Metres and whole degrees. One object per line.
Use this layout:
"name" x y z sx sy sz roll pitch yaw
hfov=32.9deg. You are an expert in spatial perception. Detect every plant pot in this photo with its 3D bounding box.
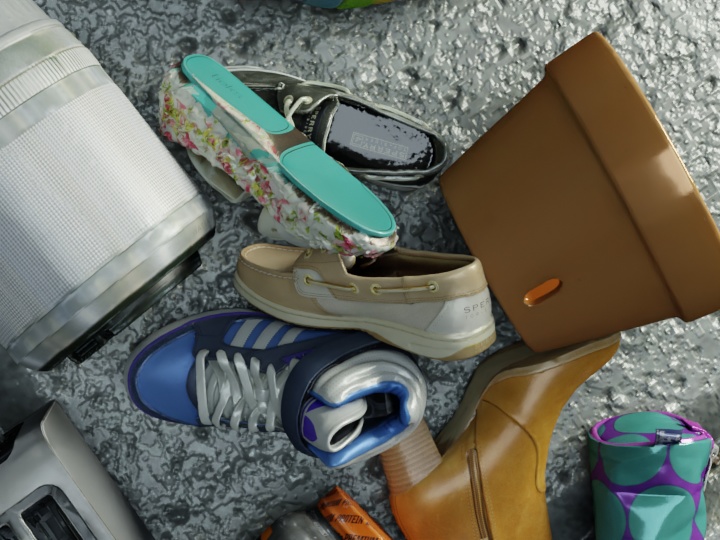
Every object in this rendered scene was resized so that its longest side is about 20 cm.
"plant pot" 0.145 -0.036 0.817 0.139 0.200 0.201 -30 95 10

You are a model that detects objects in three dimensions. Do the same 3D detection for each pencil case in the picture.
"pencil case" 0.215 0.206 0.872 0.092 0.085 0.202 -4 92 10

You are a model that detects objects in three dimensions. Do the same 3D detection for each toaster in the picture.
"toaster" -0.226 0.215 0.794 0.180 0.119 0.201 -34 94 -5

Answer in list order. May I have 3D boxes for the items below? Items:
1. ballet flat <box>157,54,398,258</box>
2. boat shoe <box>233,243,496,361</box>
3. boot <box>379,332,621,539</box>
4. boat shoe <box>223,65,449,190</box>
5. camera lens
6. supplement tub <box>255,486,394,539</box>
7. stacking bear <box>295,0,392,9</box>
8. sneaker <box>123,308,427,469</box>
"ballet flat" -0.057 -0.061 0.782 0.200 0.075 0.064 43 122 22
"boat shoe" 0.000 0.000 0.803 0.199 0.074 0.070 13 117 30
"boot" 0.116 0.136 0.873 0.200 0.071 0.145 -25 100 -3
"boat shoe" -0.035 -0.102 0.844 0.199 0.064 0.071 10 89 -7
"camera lens" -0.202 -0.050 0.774 0.160 0.160 0.200 -39 96 -5
"supplement tub" -0.052 0.250 0.818 0.200 0.123 0.123 -45 96 -5
"stacking bear" 0.013 -0.234 0.829 0.199 0.114 0.122 -1 61 -18
"sneaker" -0.055 0.079 0.798 0.198 0.146 0.081 -2 103 -10
